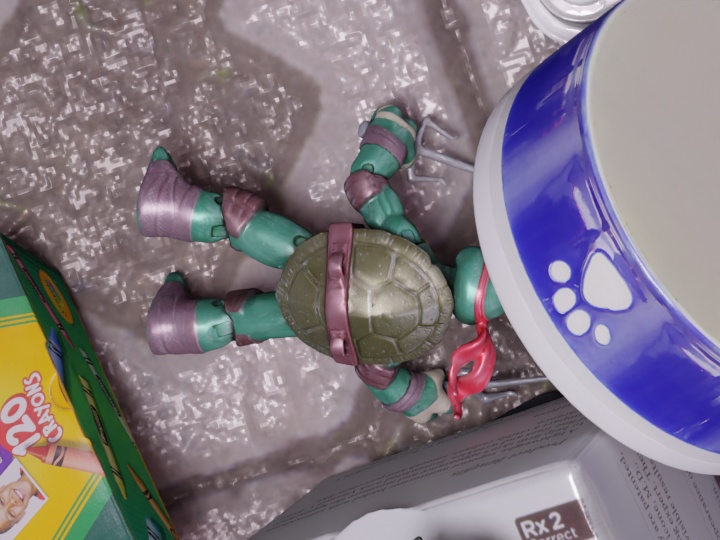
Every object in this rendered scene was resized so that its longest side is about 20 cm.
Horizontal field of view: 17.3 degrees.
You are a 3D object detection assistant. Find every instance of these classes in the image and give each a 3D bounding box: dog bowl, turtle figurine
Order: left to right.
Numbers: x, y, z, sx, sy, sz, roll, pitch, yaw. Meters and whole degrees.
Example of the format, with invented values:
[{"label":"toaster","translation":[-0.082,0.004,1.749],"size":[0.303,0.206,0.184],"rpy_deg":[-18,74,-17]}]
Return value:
[{"label":"turtle figurine","translation":[0.000,0.000,1.082],"size":[0.199,0.101,0.151],"rpy_deg":[4,99,11]},{"label":"dog bowl","translation":[0.150,-0.020,1.004],"size":[0.200,0.200,0.079],"rpy_deg":[49,137,-2]}]

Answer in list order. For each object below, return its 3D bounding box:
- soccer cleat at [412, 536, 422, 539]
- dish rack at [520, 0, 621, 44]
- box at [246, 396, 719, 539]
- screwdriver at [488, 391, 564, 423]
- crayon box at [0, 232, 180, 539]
[{"label":"soccer cleat","translation":[0.009,0.196,0.962],"size":[0.200,0.067,0.081],"rpy_deg":[-58,46,29]},{"label":"dish rack","translation":[0.135,-0.211,1.048],"size":[0.199,0.044,0.172],"rpy_deg":[-28,85,10]},{"label":"box","translation":[0.071,0.176,1.048],"size":[0.198,0.131,0.201],"rpy_deg":[-21,96,31]},{"label":"screwdriver","translation":[0.136,0.051,1.103],"size":[0.199,0.028,0.029],"rpy_deg":[-23,66,12]},{"label":"crayon box","translation":[-0.164,0.096,1.079],"size":[0.119,0.058,0.201],"rpy_deg":[-36,57,10]}]
